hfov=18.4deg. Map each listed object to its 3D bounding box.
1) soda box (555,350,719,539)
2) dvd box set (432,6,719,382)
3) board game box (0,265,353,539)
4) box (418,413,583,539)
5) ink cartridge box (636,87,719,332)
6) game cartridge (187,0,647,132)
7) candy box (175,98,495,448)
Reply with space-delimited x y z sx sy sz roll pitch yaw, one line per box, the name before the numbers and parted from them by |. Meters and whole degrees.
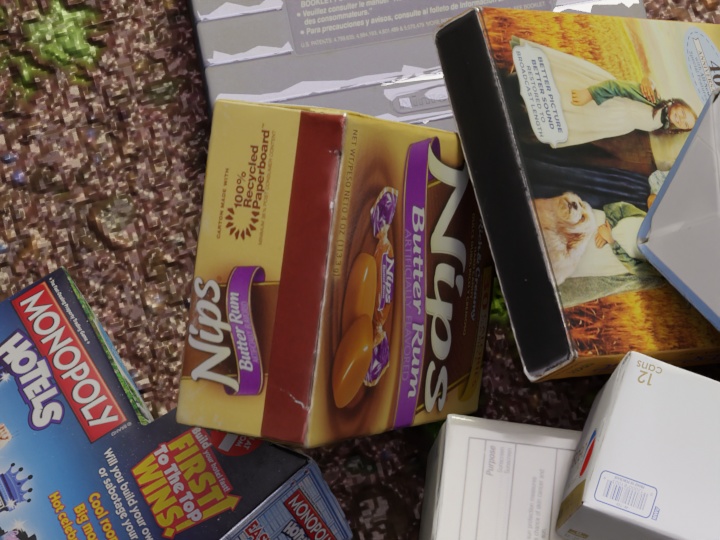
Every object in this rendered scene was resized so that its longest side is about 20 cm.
soda box | 0.178 0.099 0.837 0.199 0.068 0.064 20 74 2
dvd box set | 0.125 -0.032 0.912 0.199 0.029 0.147 -1 72 -43
board game box | -0.116 0.103 0.876 0.199 0.062 0.200 -29 51 -4
box | 0.123 0.121 0.903 0.199 0.078 0.096 9 74 -1
ink cartridge box | 0.225 0.011 0.864 0.199 0.077 0.137 10 28 -37
game cartridge | 0.027 -0.104 0.985 0.199 0.038 0.130 -10 72 -6
candy box | 0.000 0.000 0.853 0.056 0.200 0.117 8 93 19
